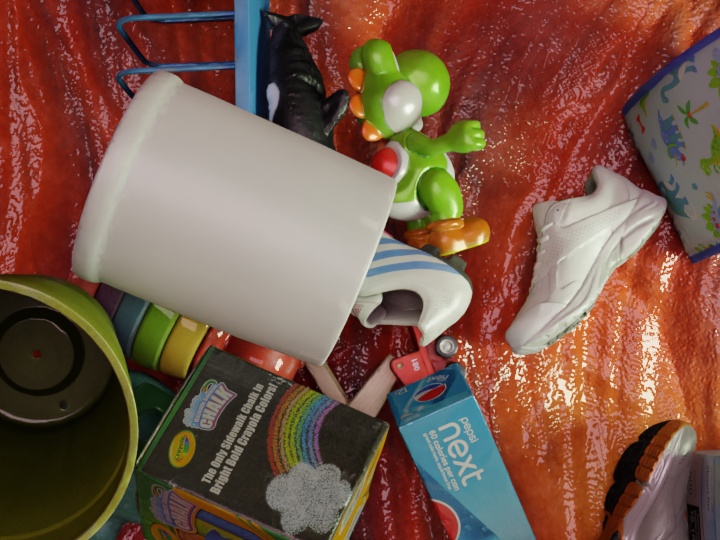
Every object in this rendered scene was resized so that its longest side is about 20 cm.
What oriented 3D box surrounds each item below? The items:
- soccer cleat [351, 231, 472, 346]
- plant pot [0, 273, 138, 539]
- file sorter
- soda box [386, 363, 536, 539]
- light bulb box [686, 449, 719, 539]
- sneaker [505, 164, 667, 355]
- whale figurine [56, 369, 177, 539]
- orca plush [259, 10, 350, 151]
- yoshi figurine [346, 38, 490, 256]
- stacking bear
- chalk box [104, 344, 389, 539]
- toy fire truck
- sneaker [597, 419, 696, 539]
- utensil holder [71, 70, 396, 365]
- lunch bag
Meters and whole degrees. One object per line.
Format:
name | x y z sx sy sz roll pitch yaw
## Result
soccer cleat | 0.000 0.000 0.930 0.200 0.070 0.086 23 58 30
plant pot | -0.252 0.083 0.776 0.200 0.193 0.201 -1 102 -5
file sorter | -0.147 -0.204 0.960 0.122 0.139 0.201 -2 82 3
soda box | 0.093 0.184 0.902 0.068 0.064 0.200 -24 110 1
light bulb box | 0.360 0.247 0.875 0.124 0.200 0.199 -1 82 -2
sneaker | 0.184 -0.012 0.977 0.099 0.078 0.200 39 74 11
whale figurine | -0.181 0.173 0.922 0.200 0.104 0.159 40 83 2
orca plush | -0.033 -0.142 0.933 0.071 0.105 0.201 -16 59 27
yoshi figurine | 0.060 -0.115 0.960 0.112 0.112 0.201 -19 94 18
stacking bear | -0.145 0.048 0.918 0.200 0.121 0.114 29 114 3
chalk box | -0.097 0.155 0.837 0.199 0.124 0.125 23 52 10
toy fire truck | 0.024 0.105 0.963 0.141 0.049 0.201 -17 84 -3
sneaker | 0.262 0.232 0.946 0.092 0.076 0.201 23 90 -6
utensil holder | -0.092 -0.037 0.819 0.199 0.170 0.170 22 82 -4
lunch bag | 0.330 -0.114 0.924 0.127 0.200 0.171 -24 83 -4
